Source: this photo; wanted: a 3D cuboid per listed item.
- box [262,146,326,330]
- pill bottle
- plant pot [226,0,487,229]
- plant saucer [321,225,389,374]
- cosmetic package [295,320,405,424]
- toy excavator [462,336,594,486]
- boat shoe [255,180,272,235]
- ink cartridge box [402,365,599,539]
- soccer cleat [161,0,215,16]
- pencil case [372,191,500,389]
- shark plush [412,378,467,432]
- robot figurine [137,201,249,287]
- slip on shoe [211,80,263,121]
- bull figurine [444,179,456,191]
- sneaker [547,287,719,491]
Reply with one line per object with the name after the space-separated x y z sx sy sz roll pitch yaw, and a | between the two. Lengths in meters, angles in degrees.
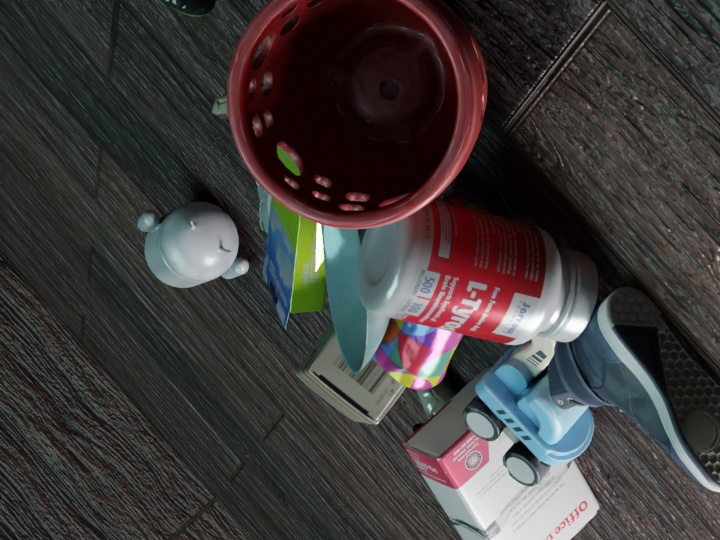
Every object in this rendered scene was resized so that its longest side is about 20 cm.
-0.068 -0.049 1.570 0.122 0.047 0.201 -116 28 -52 | box
0.107 0.004 1.267 0.199 0.113 0.112 13 169 -20 | pill bottle
0.011 -0.149 1.160 0.201 0.200 0.182 50 -160 -2 | plant pot
0.000 0.000 1.388 0.201 0.038 0.202 174 90 -79 | plant saucer
-0.007 0.114 1.617 0.103 0.087 0.200 37 172 -1 | cosmetic package
0.182 0.103 1.450 0.195 0.100 0.200 47 146 3 | toy excavator
-0.097 -0.089 1.691 0.072 0.070 0.201 47 157 22 | boat shoe
0.164 0.235 1.610 0.084 0.145 0.200 13 138 60 | ink cartridge box
-0.222 -0.359 1.498 0.200 0.067 0.081 51 147 -2 | soccer cleat
0.080 0.022 1.390 0.088 0.088 0.201 39 120 25 | pencil case
0.137 0.191 1.759 0.200 0.091 0.083 37 -173 -28 | shark plush
-0.242 -0.037 2.011 0.169 0.113 0.200 26 166 -18 | robot figurine
-0.123 -0.189 1.598 0.076 0.061 0.200 29 180 -9 | slip on shoe
0.012 -0.147 1.384 0.200 0.065 0.122 40 153 16 | bull figurine
0.259 0.124 1.305 0.203 0.077 0.146 58 149 6 | sneaker
